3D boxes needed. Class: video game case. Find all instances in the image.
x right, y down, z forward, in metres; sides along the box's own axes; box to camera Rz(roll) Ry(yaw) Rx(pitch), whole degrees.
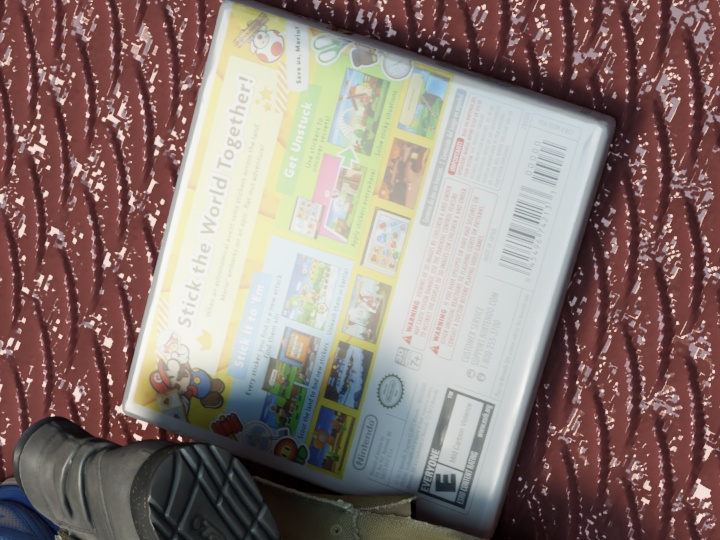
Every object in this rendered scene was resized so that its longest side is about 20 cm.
[{"bbox_3d":[0.000,0.000,1.120,0.182,0.023,0.201,19,106,13],"label":"video game case"}]

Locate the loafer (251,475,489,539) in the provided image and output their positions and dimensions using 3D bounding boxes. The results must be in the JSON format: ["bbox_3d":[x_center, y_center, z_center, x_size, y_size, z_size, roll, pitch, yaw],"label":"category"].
[{"bbox_3d":[-0.002,0.133,1.115,0.200,0.067,0.076,22,139,33],"label":"loafer"}]

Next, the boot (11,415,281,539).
[{"bbox_3d":[-0.068,0.150,1.099,0.132,0.070,0.200,3,120,55],"label":"boot"}]

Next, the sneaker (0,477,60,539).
[{"bbox_3d":[-0.126,0.189,1.160,0.200,0.089,0.079,46,111,4],"label":"sneaker"}]
